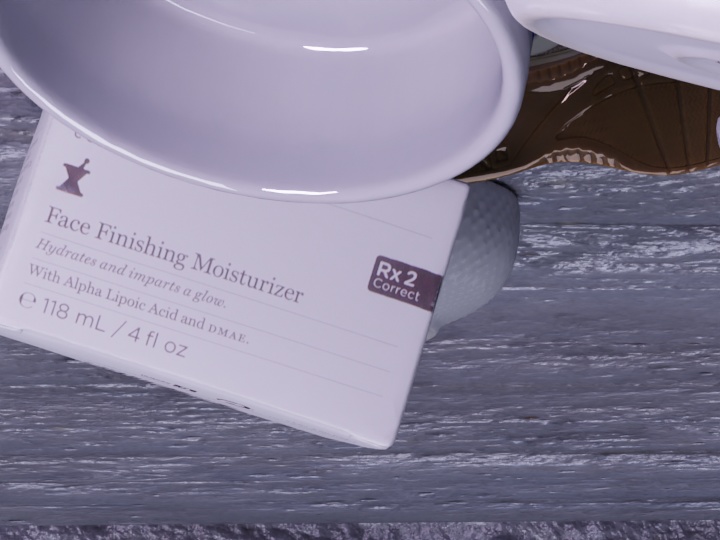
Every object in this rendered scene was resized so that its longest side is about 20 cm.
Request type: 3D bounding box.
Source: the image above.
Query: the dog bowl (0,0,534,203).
[{"bbox_3d":[-0.034,-0.109,0.855,0.199,0.079,0.200,9,151,5],"label":"dog bowl"}]

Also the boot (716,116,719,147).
[{"bbox_3d":[0.264,-0.097,1.100,0.200,0.074,0.096,-15,148,-18],"label":"boot"}]

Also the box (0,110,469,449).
[{"bbox_3d":[-0.074,-0.005,1.164,0.198,0.131,0.200,18,175,-8],"label":"box"}]

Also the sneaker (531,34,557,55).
[{"bbox_3d":[-0.004,-0.120,1.001,0.106,0.075,0.200,21,155,-33],"label":"sneaker"}]

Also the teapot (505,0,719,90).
[{"bbox_3d":[0.142,-0.132,0.761,0.197,0.146,0.200,12,-178,-25],"label":"teapot"}]

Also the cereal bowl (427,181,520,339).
[{"bbox_3d":[0.000,0.000,1.474,0.199,0.084,0.200,-1,168,0],"label":"cereal bowl"}]

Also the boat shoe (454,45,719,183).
[{"bbox_3d":[0.113,-0.085,1.170,0.199,0.072,0.065,-8,-157,8],"label":"boat shoe"}]
